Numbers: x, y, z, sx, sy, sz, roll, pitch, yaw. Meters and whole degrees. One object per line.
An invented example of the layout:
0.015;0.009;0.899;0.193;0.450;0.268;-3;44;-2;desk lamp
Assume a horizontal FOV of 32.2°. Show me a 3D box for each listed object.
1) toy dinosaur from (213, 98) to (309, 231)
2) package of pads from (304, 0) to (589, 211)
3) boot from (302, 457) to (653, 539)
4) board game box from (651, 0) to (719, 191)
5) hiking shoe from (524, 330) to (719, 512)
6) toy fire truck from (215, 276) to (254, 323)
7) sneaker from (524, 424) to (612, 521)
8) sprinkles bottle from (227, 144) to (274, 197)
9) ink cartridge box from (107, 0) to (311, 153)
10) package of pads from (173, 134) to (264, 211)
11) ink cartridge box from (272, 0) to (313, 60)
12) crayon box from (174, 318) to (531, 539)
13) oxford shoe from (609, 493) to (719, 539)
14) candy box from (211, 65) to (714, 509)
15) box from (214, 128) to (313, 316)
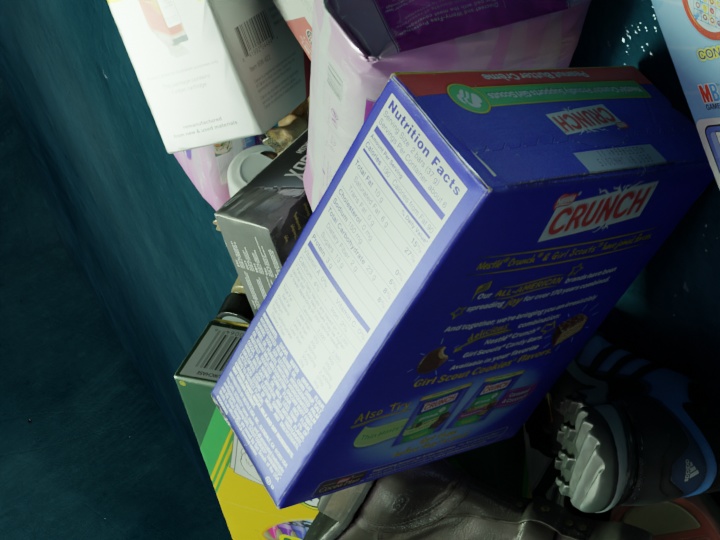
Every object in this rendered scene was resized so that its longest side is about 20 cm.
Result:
-0.037;-0.096;0.971;0.086;0.136;0.200;26;135;-4;toy dinosaur
0.035;-0.089;0.644;0.200;0.120;0.076;97;153;-63;package of pads
0.054;0.172;0.697;0.174;0.069;0.200;27;138;5;boot
0.163;-0.109;0.380;0.196;0.056;0.200;67;163;-11;board game box
0.142;0.077;0.685;0.200;0.087;0.074;-98;12;-70;hiking shoe
-0.021;0.080;1.144;0.200;0.129;0.176;14;145;15;toy fire truck
0.150;0.181;0.813;0.088;0.076;0.200;30;144;58;sneaker
-0.085;-0.032;1.205;0.068;0.068;0.200;53;160;31;sprinkles bottle
-0.103;-0.202;0.858;0.083;0.145;0.200;-8;112;29;ink cartridge box
-0.146;-0.162;1.182;0.121;0.076;0.200;49;158;36;package of pads
-0.010;-0.209;0.726;0.117;0.067;0.200;59;164;14;ink cartridge box
0.002;0.123;0.777;0.200;0.058;0.173;8;133;22;crayon box
0.205;0.183;0.707;0.200;0.071;0.074;62;-160;-18;oxford shoe
0.047;0.005;0.573;0.077;0.169;0.200;53;130;27;candy box
0.000;0.000;0.825;0.050;0.158;0.200;15;138;37;box
